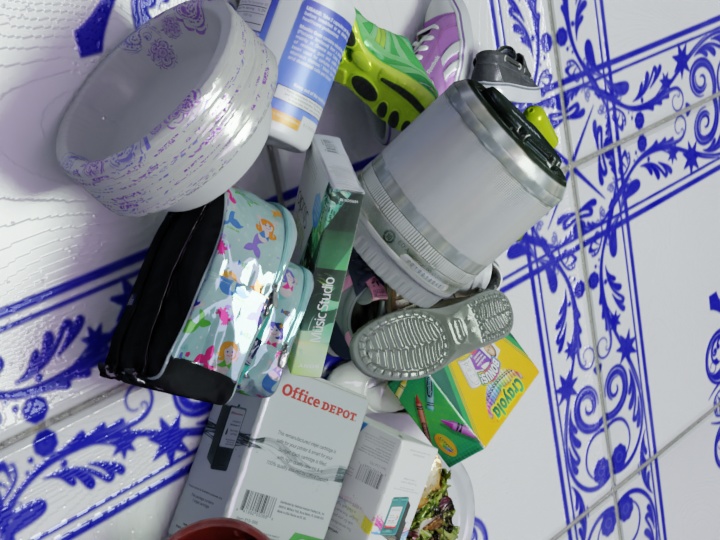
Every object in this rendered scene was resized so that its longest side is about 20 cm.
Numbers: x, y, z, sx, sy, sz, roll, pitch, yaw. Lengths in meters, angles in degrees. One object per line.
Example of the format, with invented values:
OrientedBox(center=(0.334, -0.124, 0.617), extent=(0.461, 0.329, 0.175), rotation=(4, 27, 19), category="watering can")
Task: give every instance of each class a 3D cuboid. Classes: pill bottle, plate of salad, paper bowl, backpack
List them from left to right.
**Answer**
OrientedBox(center=(-0.158, -0.132, 1.025), extent=(0.104, 0.201, 0.201), rotation=(44, 66, -38), category="paper bowl")
OrientedBox(center=(-0.134, 0.020, 1.079), extent=(0.150, 0.177, 0.200), rotation=(18, 80, -27), category="backpack")
OrientedBox(center=(-0.071, -0.225, 1.145), extent=(0.112, 0.112, 0.200), rotation=(22, 88, -43), category="pill bottle")
OrientedBox(center=(0.080, 0.317, 1.424), extent=(0.200, 0.048, 0.200), rotation=(-7, 101, -44), category="plate of salad")

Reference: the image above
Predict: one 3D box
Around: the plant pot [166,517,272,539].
OrientedBox(center=(-0.082, 0.345, 1.098), extent=(0.195, 0.201, 0.201), rotation=(29, 75, -52), category="plant pot")

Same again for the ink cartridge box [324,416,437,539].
OrientedBox(center=(-0.009, 0.263, 1.275), extent=(0.067, 0.116, 0.200), rotation=(22, 88, -47), category="ink cartridge box")

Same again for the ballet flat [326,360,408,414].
OrientedBox(center=(0.049, 0.140, 1.357), extent=(0.200, 0.069, 0.070), rotation=(13, 87, -44), category="ballet flat")

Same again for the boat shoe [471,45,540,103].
OrientedBox(center=(0.169, -0.231, 1.382), extent=(0.200, 0.070, 0.066), rotation=(-17, 111, -66), category="boat shoe")

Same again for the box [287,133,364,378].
OrientedBox(center=(-0.044, -0.016, 1.155), extent=(0.036, 0.144, 0.200), rotation=(6, 115, -14), category="box")

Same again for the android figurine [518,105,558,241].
OrientedBox(center=(0.170, -0.121, 1.430), extent=(0.182, 0.041, 0.200), rotation=(-52, 138, -12), category="android figurine")

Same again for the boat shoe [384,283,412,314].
OrientedBox(center=(0.060, -0.031, 1.357), extent=(0.073, 0.063, 0.200), rotation=(16, 82, -18), category="boat shoe")

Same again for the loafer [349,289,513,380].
OrientedBox(center=(0.070, 0.071, 1.255), extent=(0.200, 0.070, 0.075), rotation=(-12, 89, -29), category="loafer")

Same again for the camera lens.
OrientedBox(center=(0.094, -0.080, 1.187), extent=(0.200, 0.160, 0.160), rotation=(-43, 133, 15), category="camera lens")

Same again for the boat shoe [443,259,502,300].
OrientedBox(center=(0.131, 0.010, 1.358), extent=(0.200, 0.065, 0.074), rotation=(1, 101, -79), category="boat shoe")

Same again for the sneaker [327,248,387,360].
OrientedBox(center=(0.000, 0.000, 1.278), extent=(0.070, 0.082, 0.200), rotation=(-10, 102, -39), category="sneaker")

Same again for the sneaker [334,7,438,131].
OrientedBox(center=(0.005, -0.227, 1.241), extent=(0.200, 0.074, 0.084), rotation=(46, 28, -8), category="sneaker")

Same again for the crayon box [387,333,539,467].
OrientedBox(center=(0.123, 0.124, 1.358), extent=(0.119, 0.058, 0.200), rotation=(53, 34, -2), category="crayon box")

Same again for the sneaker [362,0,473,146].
OrientedBox(center=(0.061, -0.228, 1.316), extent=(0.114, 0.073, 0.201), rotation=(12, 75, -25), category="sneaker")

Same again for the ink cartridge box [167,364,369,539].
OrientedBox(center=(-0.092, 0.201, 1.217), extent=(0.147, 0.083, 0.200), rotation=(28, 77, -42), category="ink cartridge box")
